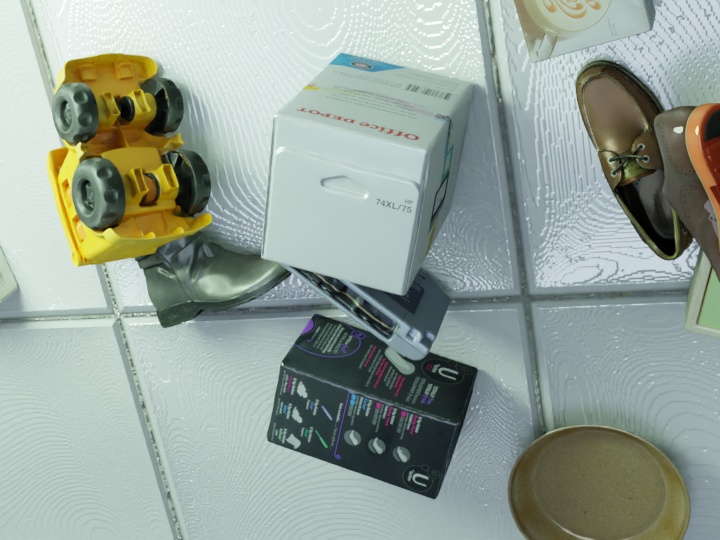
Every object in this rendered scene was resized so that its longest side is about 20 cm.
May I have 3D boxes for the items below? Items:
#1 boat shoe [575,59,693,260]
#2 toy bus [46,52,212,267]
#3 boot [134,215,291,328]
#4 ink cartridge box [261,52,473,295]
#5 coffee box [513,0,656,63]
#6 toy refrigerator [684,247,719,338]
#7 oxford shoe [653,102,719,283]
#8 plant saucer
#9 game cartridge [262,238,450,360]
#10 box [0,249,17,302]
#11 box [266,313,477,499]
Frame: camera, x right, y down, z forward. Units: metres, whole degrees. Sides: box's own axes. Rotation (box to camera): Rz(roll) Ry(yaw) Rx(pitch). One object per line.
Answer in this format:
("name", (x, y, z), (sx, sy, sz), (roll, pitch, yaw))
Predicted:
("boat shoe", (0.264, -0.104, 1.094), (0.072, 0.068, 0.201), (-27, 103, 28))
("toy bus", (-0.270, -0.103, 1.230), (0.191, 0.135, 0.202), (-27, 79, 48))
("boot", (-0.172, -0.022, 1.278), (0.198, 0.068, 0.132), (-18, 102, 23))
("ink cartridge box", (0.009, -0.098, 1.102), (0.145, 0.200, 0.148), (15, 119, 11))
("coffee box", (0.181, -0.301, 1.019), (0.113, 0.080, 0.202), (-11, 111, 22))
("toy refrigerator", (0.366, -0.034, 1.095), (0.075, 0.070, 0.202), (13, 117, 12))
("oxford shoe", (0.318, -0.058, 1.040), (0.072, 0.071, 0.202), (12, 128, 56))
("plant saucer", (0.264, 0.248, 1.282), (0.198, 0.035, 0.202), (7, 117, 15))
("game cartridge", (0.000, 0.000, 1.191), (0.199, 0.133, 0.041), (37, 120, -2))
("box", (-0.524, 0.020, 1.406), (0.198, 0.068, 0.083), (-11, 111, 22))
("box", (0.014, 0.146, 1.263), (0.198, 0.122, 0.107), (18, 119, 9))
